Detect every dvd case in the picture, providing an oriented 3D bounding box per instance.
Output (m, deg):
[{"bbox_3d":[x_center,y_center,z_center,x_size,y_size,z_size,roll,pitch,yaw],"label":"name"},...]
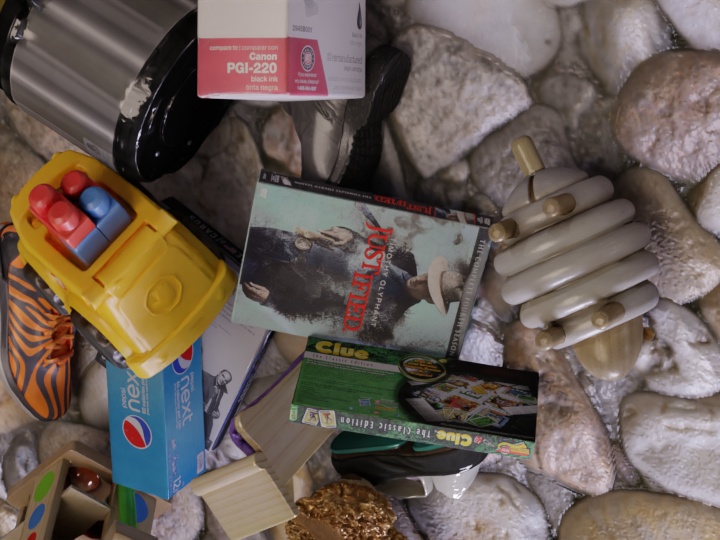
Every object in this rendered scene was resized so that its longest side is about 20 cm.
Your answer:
[{"bbox_3d":[0.000,0.000,1.611,0.198,0.022,0.147,11,124,-5],"label":"dvd case"},{"bbox_3d":[-0.157,0.051,1.793,0.150,0.025,0.201,37,125,14],"label":"dvd case"}]

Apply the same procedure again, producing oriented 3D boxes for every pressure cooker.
[{"bbox_3d":[-0.215,-0.191,1.626,0.199,0.178,0.177,32,127,16],"label":"pressure cooker"}]

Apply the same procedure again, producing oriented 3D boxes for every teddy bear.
[{"bbox_3d":[0.005,0.246,1.727,0.144,0.067,0.201,5,141,45],"label":"teddy bear"}]

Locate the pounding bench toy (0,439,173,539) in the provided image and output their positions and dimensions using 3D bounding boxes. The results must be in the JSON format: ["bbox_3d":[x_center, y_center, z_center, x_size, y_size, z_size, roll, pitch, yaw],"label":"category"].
[{"bbox_3d":[-0.248,0.246,1.847,0.124,0.157,0.200,33,132,-25],"label":"pounding bench toy"}]

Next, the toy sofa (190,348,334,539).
[{"bbox_3d":[-0.063,0.132,1.659,0.082,0.200,0.098,-25,103,38],"label":"toy sofa"}]

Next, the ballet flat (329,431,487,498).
[{"bbox_3d":[0.059,0.161,1.684,0.199,0.068,0.069,-11,115,46],"label":"ballet flat"}]

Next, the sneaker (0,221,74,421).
[{"bbox_3d":[-0.290,0.051,1.844,0.111,0.077,0.202,0,111,33],"label":"sneaker"}]

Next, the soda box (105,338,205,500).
[{"bbox_3d":[-0.189,0.102,1.780,0.067,0.064,0.202,13,116,28],"label":"soda box"}]

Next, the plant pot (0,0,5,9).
[{"bbox_3d":[-0.436,-0.231,1.772,0.198,0.142,0.202,13,117,27],"label":"plant pot"}]

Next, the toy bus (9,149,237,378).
[{"bbox_3d":[-0.230,-0.032,1.643,0.200,0.136,0.192,37,171,36],"label":"toy bus"}]

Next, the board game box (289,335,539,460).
[{"bbox_3d":[0.046,0.103,1.591,0.198,0.105,0.024,9,123,3],"label":"board game box"}]

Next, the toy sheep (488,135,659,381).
[{"bbox_3d":[0.163,-0.011,1.495,0.137,0.137,0.202,-20,89,37],"label":"toy sheep"}]

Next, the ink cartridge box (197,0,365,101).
[{"bbox_3d":[-0.058,-0.233,1.494,0.084,0.145,0.202,1,94,24],"label":"ink cartridge box"}]

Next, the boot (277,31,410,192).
[{"bbox_3d":[-0.046,-0.129,1.624,0.131,0.070,0.201,32,114,20],"label":"boot"}]
